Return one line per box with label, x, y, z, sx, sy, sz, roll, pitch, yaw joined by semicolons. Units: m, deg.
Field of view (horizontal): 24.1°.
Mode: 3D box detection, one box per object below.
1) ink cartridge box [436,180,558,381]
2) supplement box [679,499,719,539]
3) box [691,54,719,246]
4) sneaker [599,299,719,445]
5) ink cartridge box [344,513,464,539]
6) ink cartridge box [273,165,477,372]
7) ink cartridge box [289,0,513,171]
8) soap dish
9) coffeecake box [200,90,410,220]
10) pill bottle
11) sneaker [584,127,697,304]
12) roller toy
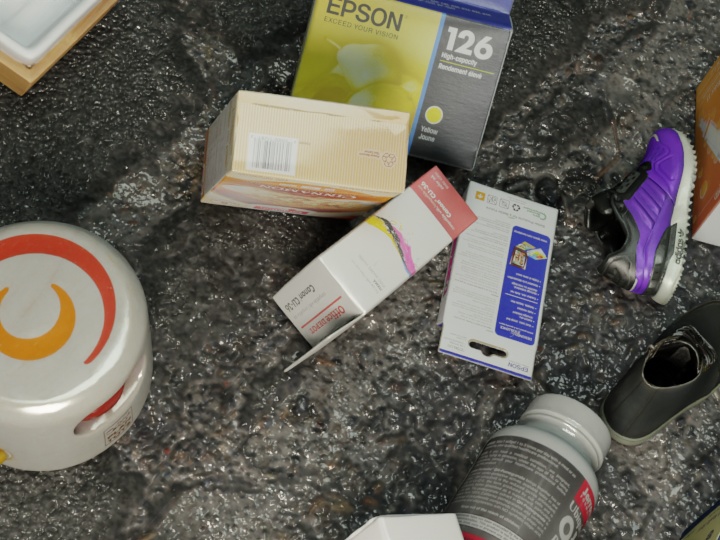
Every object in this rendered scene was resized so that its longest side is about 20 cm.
ink cartridge box;0.129;0.013;1.607;0.094;0.037;0.201;18;54;-7
supplement box;0.347;0.325;1.427;0.199;0.134;0.200;33;57;4
box;0.409;-0.133;1.724;0.097;0.125;0.201;14;57;-8
sneaker;0.314;0.079;1.579;0.075;0.106;0.200;42;58;11
ink cartridge box;0.037;0.310;1.330;0.084;0.145;0.201;2;58;-36
ink cartridge box;0.000;0.000;1.522;0.200;0.116;0.068;-39;89;-32
ink cartridge box;0.042;-0.216;1.639;0.196;0.201;0.047;13;15;-8
soap dish;-0.346;-0.270;1.606;0.199;0.081;0.158;34;57;6
coffeecake box;-0.054;-0.100;1.516;0.152;0.200;0.074;6;84;-12
pill bottle;0.138;0.205;1.451;0.110;0.111;0.200;33;57;5
sneaker;0.274;-0.068;1.678;0.099;0.070;0.201;14;57;-5
roller toy;-0.264;0.068;1.396;0.181;0.140;0.201;-2;63;-5
